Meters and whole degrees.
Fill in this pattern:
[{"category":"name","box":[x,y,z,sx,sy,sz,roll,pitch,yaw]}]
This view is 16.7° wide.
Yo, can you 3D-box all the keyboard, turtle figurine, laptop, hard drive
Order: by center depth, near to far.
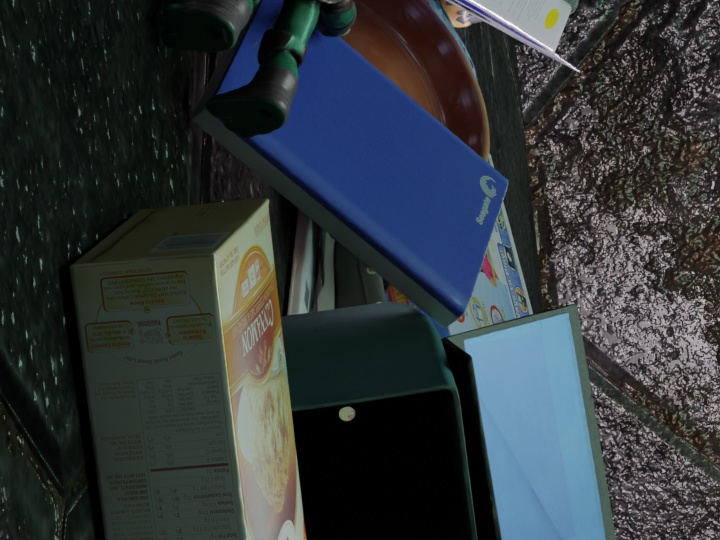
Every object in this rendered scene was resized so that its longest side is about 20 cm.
[{"category":"turtle figurine","box":[-0.045,-0.181,1.418,0.150,0.101,0.200,43,48,-24]},{"category":"laptop","box":[0.111,0.121,1.471,0.200,0.103,0.178,-148,-133,-85]},{"category":"hard drive","box":[-0.002,-0.072,1.483,0.200,0.025,0.132,39,40,-16]},{"category":"keyboard","box":[-0.040,0.012,1.707,0.200,0.011,0.056,-86,173,-47]}]

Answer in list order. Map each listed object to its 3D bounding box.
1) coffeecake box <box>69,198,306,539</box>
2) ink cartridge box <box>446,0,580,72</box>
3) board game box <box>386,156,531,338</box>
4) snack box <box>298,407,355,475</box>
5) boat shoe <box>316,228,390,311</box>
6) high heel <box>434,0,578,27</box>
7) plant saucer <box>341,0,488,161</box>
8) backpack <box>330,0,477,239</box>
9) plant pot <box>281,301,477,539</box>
[{"category":"coffeecake box","box":[-0.080,0.078,1.205,0.154,0.073,0.200,-59,143,-77]},{"category":"ink cartridge box","box":[0.043,-0.217,1.654,0.200,0.198,0.047,19,102,-57]},{"category":"board game box","box":[0.064,-0.013,1.913,0.196,0.056,0.200,22,51,-62]},{"category":"snack box","box":[0.017,0.138,1.646,0.200,0.116,0.037,-52,161,-77]},{"category":"boat shoe","box":[0.000,0.002,1.768,0.072,0.060,0.202,93,0,-52]},{"category":"high heel","box":[0.053,-0.246,1.748,0.200,0.142,0.071,51,54,-39]},{"category":"plant saucer","box":[-0.002,-0.118,1.574,0.200,0.032,0.201,24,49,-30]},{"category":"backpack","box":[0.014,-0.117,1.737,0.163,0.154,0.200,54,4,-16]},{"category":"plant pot","box":[-0.009,0.102,1.454,0.200,0.141,0.142,-93,175,-69]}]
